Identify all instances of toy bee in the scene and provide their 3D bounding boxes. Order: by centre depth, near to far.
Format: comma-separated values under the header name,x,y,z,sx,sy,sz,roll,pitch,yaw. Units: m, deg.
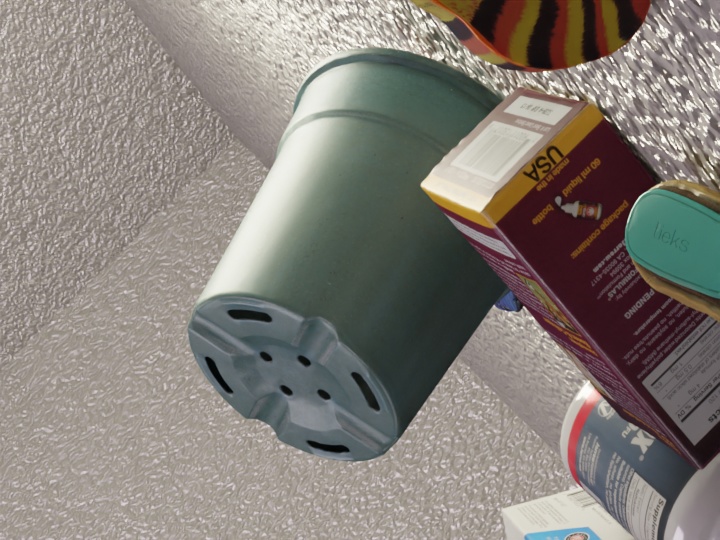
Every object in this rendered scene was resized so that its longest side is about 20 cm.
name,x,y,z,sx,sy,sz,roll,pitch,yaw
toy bee,0.012,-0.139,0.670,0.200,0.109,0.131,46,179,11

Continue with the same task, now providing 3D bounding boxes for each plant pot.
name,x,y,z,sx,sy,sz,roll,pitch,yaw
plant pot,0.000,0.000,1.074,0.199,0.197,0.201,22,146,16

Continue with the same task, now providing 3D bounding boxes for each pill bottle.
name,x,y,z,sx,sy,sz,roll,pitch,yaw
pill bottle,0.240,0.151,1.180,0.120,0.120,0.200,49,176,-40

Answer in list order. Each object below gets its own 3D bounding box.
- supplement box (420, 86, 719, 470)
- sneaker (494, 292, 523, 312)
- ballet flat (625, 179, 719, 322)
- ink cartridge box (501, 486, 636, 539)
name,x,y,z,sx,sy,sz,roll,pitch,yaw
supplement box,0.139,0.002,0.948,0.200,0.086,0.110,48,176,-18
sneaker,0.066,-0.050,1.196,0.078,0.076,0.201,-6,129,40
ballet flat,0.189,0.008,0.735,0.063,0.069,0.200,16,-164,-28
ink cartridge box,0.227,0.215,1.311,0.146,0.198,0.085,-141,38,-77
